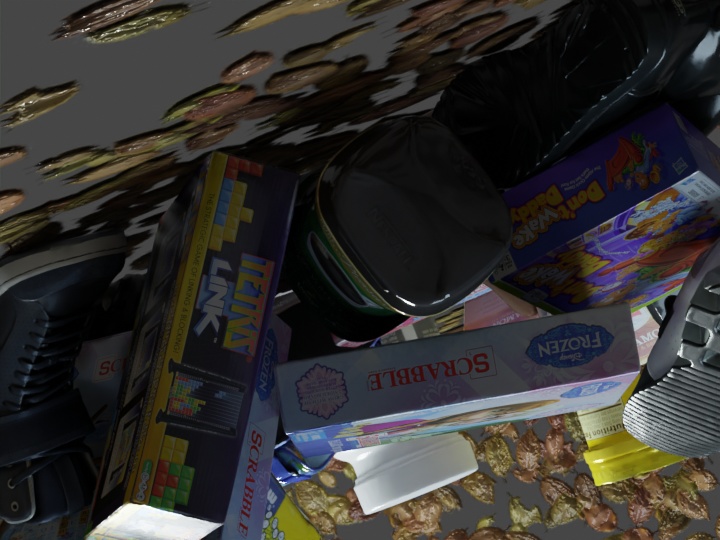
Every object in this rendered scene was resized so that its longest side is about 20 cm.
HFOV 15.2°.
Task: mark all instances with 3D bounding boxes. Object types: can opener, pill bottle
[{"bbox_3d":[-0.168,0.033,1.791,0.064,0.078,0.200,-59,-177,-8],"label":"can opener"},{"bbox_3d":[0.010,0.075,2.043,0.115,0.201,0.116,-21,174,-2],"label":"pill bottle"}]

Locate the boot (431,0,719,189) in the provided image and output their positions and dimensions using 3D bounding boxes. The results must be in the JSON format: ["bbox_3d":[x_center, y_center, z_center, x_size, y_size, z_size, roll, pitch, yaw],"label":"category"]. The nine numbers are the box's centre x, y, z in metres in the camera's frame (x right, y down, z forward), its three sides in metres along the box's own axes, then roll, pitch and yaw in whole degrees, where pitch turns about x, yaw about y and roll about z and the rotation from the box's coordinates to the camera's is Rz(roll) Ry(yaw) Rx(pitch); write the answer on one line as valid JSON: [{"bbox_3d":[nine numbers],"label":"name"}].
[{"bbox_3d":[0.153,-0.112,1.528,0.162,0.074,0.198,-12,163,-44],"label":"boot"}]

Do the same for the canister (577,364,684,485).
[{"bbox_3d":[0.197,0.050,2.054,0.086,0.201,0.148,-19,179,20],"label":"canister"}]

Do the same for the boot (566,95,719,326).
[{"bbox_3d":[0.226,-0.058,1.689,0.164,0.200,0.066,-26,-145,11],"label":"boot"}]

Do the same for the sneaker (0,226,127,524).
[{"bbox_3d":[-0.176,0.065,1.569,0.077,0.147,0.202,-14,169,-38],"label":"sneaker"}]

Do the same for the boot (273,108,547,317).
[{"bbox_3d":[0.000,0.000,1.677,0.199,0.187,0.064,-26,-143,10],"label":"boot"}]

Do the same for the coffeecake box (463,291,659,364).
[{"bbox_3d":[0.154,-0.012,1.880,0.153,0.073,0.201,-24,-145,22],"label":"coffeecake box"}]

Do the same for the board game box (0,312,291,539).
[{"bbox_3d":[-0.144,0.130,1.641,0.199,0.201,0.041,-12,145,31],"label":"board game box"}]

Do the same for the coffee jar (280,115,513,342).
[{"bbox_3d":[0.014,-0.022,1.477,0.085,0.105,0.200,-39,-176,-14],"label":"coffee jar"}]

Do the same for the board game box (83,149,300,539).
[{"bbox_3d":[-0.095,0.052,1.507,0.056,0.201,0.165,16,164,-12],"label":"board game box"}]

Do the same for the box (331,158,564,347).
[{"bbox_3d":[0.060,-0.031,1.778,0.199,0.100,0.095,-23,174,6],"label":"box"}]

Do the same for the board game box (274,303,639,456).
[{"bbox_3d":[0.055,0.066,1.558,0.198,0.041,0.200,-10,172,1],"label":"board game box"}]

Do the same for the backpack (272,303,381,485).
[{"bbox_3d":[-0.100,0.087,1.877,0.199,0.135,0.183,-27,-168,36],"label":"backpack"}]

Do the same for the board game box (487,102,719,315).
[{"bbox_3d":[0.155,-0.026,1.570,0.134,0.045,0.200,-29,161,15],"label":"board game box"}]

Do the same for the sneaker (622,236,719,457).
[{"bbox_3d":[0.215,0.037,1.600,0.200,0.074,0.089,114,-2,-53],"label":"sneaker"}]

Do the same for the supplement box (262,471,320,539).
[{"bbox_3d":[-0.146,0.163,1.742,0.199,0.109,0.110,9,-125,42],"label":"supplement box"}]
